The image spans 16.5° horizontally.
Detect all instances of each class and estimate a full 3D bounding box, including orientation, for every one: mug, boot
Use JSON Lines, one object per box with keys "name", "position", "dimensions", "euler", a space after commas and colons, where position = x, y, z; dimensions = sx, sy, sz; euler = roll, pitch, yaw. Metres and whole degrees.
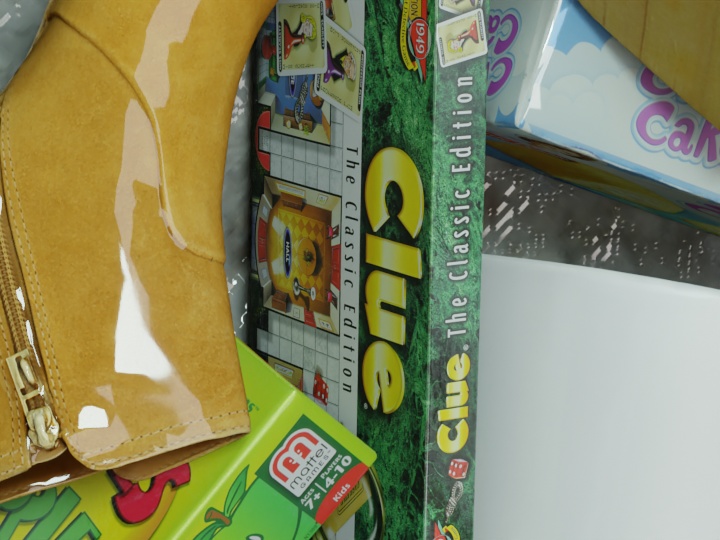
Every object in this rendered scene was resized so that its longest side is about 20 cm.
{"name": "mug", "position": [0.097, 0.086, 0.778], "dimensions": [0.186, 0.149, 0.154], "euler": [12, 86, -32]}
{"name": "boot", "position": [-0.054, -0.023, 0.693], "dimensions": [0.200, 0.071, 0.145], "euler": [-26, 79, 8]}

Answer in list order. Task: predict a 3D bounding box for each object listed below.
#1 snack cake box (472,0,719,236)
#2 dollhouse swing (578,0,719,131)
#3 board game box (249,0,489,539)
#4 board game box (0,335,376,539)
{"name": "snack cake box", "position": [0.112, -0.049, 0.777], "dimensions": [0.199, 0.115, 0.068], "euler": [18, 90, -26]}
{"name": "dollhouse swing", "position": [0.098, -0.181, 0.673], "dimensions": [0.200, 0.175, 0.182], "euler": [-51, 162, -19]}
{"name": "board game box", "position": [0.000, 0.000, 0.742], "dimensions": [0.023, 0.105, 0.201], "euler": [-6, 103, -34]}
{"name": "board game box", "position": [-0.098, 0.099, 0.735], "dimensions": [0.200, 0.102, 0.048], "euler": [-51, 135, -2]}
